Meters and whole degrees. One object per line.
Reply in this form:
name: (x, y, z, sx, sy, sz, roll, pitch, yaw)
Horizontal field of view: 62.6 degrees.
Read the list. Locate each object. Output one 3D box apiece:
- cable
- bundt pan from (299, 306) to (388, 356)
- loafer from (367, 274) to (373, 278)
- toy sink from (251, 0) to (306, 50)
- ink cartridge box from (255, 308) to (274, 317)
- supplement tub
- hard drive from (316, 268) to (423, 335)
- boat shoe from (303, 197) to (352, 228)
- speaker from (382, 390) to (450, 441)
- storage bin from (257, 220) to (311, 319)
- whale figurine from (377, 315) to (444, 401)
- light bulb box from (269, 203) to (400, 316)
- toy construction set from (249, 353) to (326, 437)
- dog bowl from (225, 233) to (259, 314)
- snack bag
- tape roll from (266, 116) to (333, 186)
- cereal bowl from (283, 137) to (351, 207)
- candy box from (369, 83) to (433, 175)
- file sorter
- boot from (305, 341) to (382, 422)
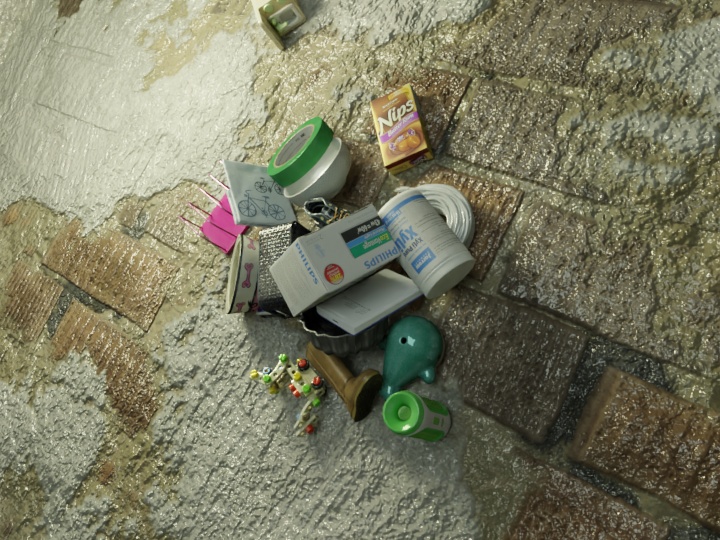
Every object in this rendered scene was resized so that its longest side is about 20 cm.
cable: (0.162, -0.100, 1.351, 0.198, 0.069, 0.202, -4, 72, 24)
bundt pan: (-0.030, 0.117, 1.290, 0.200, 0.076, 0.202, -6, 28, 3)
loafer: (0.000, 0.000, 1.411, 0.071, 0.063, 0.202, 20, 86, -1)
toy sink: (-0.243, -0.784, 1.752, 0.111, 0.130, 0.201, -26, 62, 16)
ink cartridge box: (-0.163, 0.014, 1.488, 0.196, 0.047, 0.202, -5, 69, 26)
supplement tub: (0.130, -0.057, 1.239, 0.132, 0.132, 0.201, -40, 69, 9)
hard drive: (0.023, 0.063, 1.267, 0.199, 0.026, 0.131, -28, 33, -31)
boat shoe: (-0.051, -0.115, 1.383, 0.199, 0.091, 0.071, 17, 72, 43)
speaker: (0.114, 0.288, 1.162, 0.088, 0.200, 0.089, -9, 69, 23)
storage bin: (-0.165, 0.001, 1.389, 0.093, 0.135, 0.202, -11, 69, 22)
whale figurine: (0.091, 0.190, 1.265, 0.159, 0.104, 0.201, 35, 91, 31)
light bulb box: (-0.058, -0.018, 1.240, 0.126, 0.197, 0.200, 60, 149, 3)
toy construction set: (-0.154, 0.277, 1.363, 0.131, 0.092, 0.200, -35, 66, -14)
dog bowl: (-0.283, 0.014, 1.476, 0.073, 0.200, 0.202, 9, 72, -17)
snack bag: (-0.264, -0.196, 1.527, 0.021, 0.187, 0.201, -38, 63, 40)
tape roll: (-0.158, -0.309, 1.538, 0.200, 0.048, 0.201, -35, 30, 24)
cereal bowl: (-0.097, -0.235, 1.496, 0.199, 0.083, 0.201, -33, 32, 24)
candy box: (0.101, -0.353, 1.475, 0.116, 0.056, 0.202, -21, 63, 20)
file sorter: (-0.376, -0.176, 1.610, 0.139, 0.125, 0.201, 37, 91, 31)
boot: (-0.045, 0.214, 1.303, 0.200, 0.066, 0.176, 49, 140, 29)
